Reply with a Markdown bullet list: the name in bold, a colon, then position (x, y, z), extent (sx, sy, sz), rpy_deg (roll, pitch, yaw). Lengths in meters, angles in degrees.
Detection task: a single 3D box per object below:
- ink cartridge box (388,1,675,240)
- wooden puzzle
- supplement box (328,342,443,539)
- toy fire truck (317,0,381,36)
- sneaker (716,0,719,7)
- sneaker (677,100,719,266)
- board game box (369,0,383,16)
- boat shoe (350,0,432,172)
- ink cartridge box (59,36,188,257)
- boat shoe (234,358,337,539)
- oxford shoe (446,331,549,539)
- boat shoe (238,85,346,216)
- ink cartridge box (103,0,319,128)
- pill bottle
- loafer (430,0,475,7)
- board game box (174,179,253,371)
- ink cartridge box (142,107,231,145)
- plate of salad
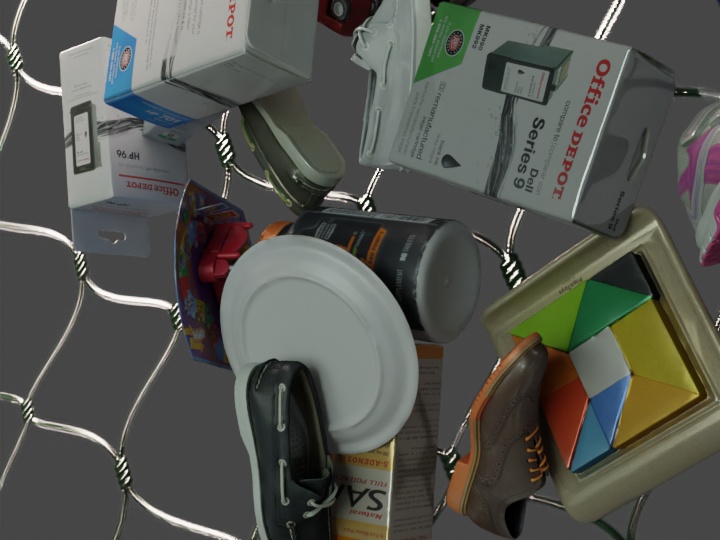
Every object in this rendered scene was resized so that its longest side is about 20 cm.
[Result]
- **ink cartridge box**: position (0.139, -0.126, 1.160), extent (0.198, 0.084, 0.148), rpy_deg (21, 95, 39)
- **wooden puzzle**: position (0.202, 0.077, 1.141), extent (0.184, 0.037, 0.202), rpy_deg (-36, 67, 28)
- **supplement box**: position (-0.001, 0.162, 1.257), extent (0.125, 0.073, 0.203), rpy_deg (2, 88, 36)
- **toy fire truck**: position (-0.030, -0.327, 1.254), extent (0.140, 0.048, 0.202), rpy_deg (35, 126, 34)
- **sneaker**: position (0.329, -0.173, 1.042), extent (0.075, 0.078, 0.201), rpy_deg (-48, 62, 22)
- **sneaker**: position (0.277, -0.094, 1.034), extent (0.201, 0.080, 0.089), rpy_deg (105, 145, -51)
- **board game box**: position (0.007, -0.336, 1.274), extent (0.135, 0.034, 0.202), rpy_deg (36, 126, 33)
- **boat shoe**: position (0.025, -0.188, 1.240), extent (0.067, 0.072, 0.203), rpy_deg (0, 111, -6)
- **ink cartridge box**: position (-0.235, -0.120, 1.420), extent (0.067, 0.115, 0.203), rpy_deg (-10, 81, 35)
- **boat shoe**: position (-0.053, 0.173, 1.184), extent (0.060, 0.075, 0.203), rpy_deg (-7, 106, 33)
- **oxford shoe**: position (0.129, 0.136, 1.147), extent (0.073, 0.071, 0.202), rpy_deg (34, 135, 26)
- **boat shoe**: position (-0.083, -0.138, 1.339), extent (0.061, 0.071, 0.203), rpy_deg (-56, 50, 34)
- **ink cartridge box**: position (-0.131, -0.224, 1.248), extent (0.198, 0.085, 0.149), rpy_deg (-9, 69, 42)
- **pill bottle**: position (0.000, 0.000, 1.250), extent (0.198, 0.106, 0.108), rpy_deg (7, 91, 36)
- **loafer**: position (0.080, -0.300, 1.191), extent (0.073, 0.070, 0.201), rpy_deg (57, 151, 27)
- **board game box**: position (-0.113, 0.008, 1.285), extent (0.038, 0.200, 0.161), rpy_deg (-4, 79, 16)
- **ink cartridge box**: position (-0.144, -0.225, 1.342), extent (0.199, 0.049, 0.163), rpy_deg (-24, 57, 58)
- **plate of salad**: position (-0.033, 0.061, 1.198), extent (0.198, 0.048, 0.203), rpy_deg (14, 119, 26)
